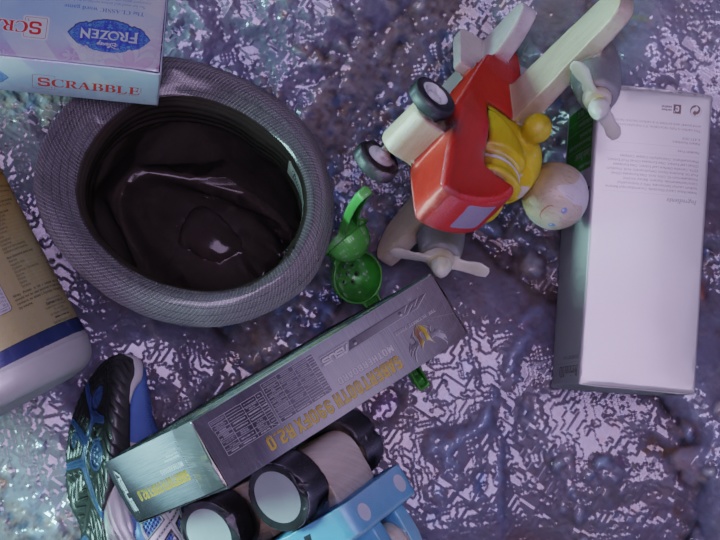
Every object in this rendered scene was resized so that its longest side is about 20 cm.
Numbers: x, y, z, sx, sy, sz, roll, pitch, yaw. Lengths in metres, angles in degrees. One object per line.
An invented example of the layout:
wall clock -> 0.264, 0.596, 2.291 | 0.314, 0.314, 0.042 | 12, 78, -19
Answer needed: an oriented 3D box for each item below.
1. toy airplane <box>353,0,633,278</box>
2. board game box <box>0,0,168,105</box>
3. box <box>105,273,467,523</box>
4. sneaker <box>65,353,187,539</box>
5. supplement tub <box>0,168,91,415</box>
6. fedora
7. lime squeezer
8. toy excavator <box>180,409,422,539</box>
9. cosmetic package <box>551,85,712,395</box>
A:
toy airplane -> 0.094, -0.085, 1.456 | 0.141, 0.200, 0.199 | 41, 77, -2
board game box -> -0.223, -0.211, 1.467 | 0.199, 0.041, 0.200 | 6, 60, -5
box -> -0.049, 0.083, 1.412 | 0.200, 0.158, 0.048 | -31, 92, -30
sneaker -> -0.149, 0.156, 1.480 | 0.077, 0.076, 0.201 | 0, 84, -30
supplement tub -> -0.277, 0.003, 1.433 | 0.144, 0.144, 0.201 | -28, 89, -7
fedora -> -0.113, -0.039, 1.470 | 0.199, 0.090, 0.177 | 25, 69, 9
lime squeezer -> 0.000, 0.000, 1.471 | 0.038, 0.200, 0.071 | -23, 48, -6
toy excavator -> 0.012, 0.192, 1.427 | 0.194, 0.100, 0.201 | -31, 91, 35
cosmetic package -> 0.184, -0.017, 1.498 | 0.084, 0.108, 0.201 | 6, 84, -6
